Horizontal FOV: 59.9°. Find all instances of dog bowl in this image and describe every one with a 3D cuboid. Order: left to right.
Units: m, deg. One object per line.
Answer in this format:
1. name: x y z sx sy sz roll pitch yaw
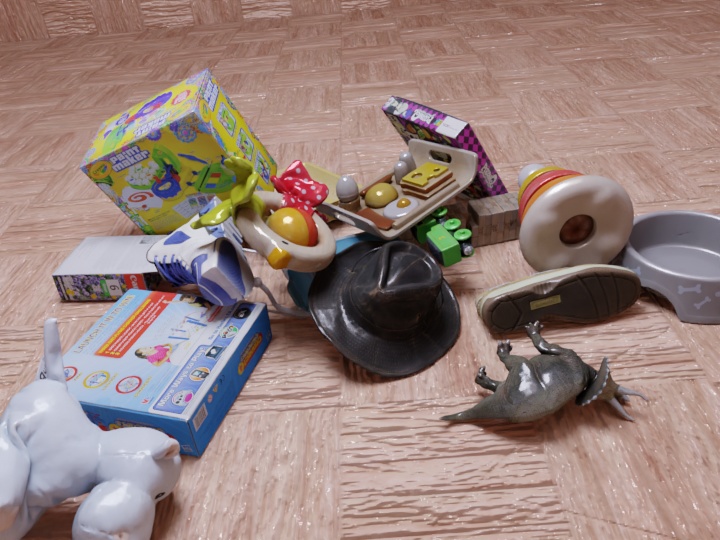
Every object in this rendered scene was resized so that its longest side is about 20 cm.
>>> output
1. dog bowl: 0.428 -0.014 0.811 0.200 0.059 0.200 -4 33 3

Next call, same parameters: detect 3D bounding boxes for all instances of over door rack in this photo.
1. over door rack: -0.146 -0.001 0.868 0.199 0.067 0.148 1 33 10

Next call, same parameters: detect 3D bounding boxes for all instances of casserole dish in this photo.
1. casserole dish: 0.000 0.000 0.817 0.200 0.039 0.121 -17 57 -31

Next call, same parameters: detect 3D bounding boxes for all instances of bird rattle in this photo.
1. bird rattle: -0.098 -0.056 0.761 0.163 0.113 0.200 51 22 24

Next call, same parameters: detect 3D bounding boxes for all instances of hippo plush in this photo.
1. hippo plush: -0.251 0.186 0.565 0.161 0.159 0.200 22 47 -13

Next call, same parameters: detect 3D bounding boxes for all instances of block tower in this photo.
1. block tower: 0.158 -0.069 0.939 0.199 0.054 0.058 -10 34 -7

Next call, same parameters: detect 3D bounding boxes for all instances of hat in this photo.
1. hat: 0.043 0.022 0.734 0.200 0.081 0.201 11 52 -15

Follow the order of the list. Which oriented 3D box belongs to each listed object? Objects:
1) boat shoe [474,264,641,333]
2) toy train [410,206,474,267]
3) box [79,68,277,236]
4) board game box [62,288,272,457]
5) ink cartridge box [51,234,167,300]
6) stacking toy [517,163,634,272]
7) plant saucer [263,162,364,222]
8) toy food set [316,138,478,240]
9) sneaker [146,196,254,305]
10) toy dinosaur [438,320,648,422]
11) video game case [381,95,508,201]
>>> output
1. boat shoe: 0.240 0.025 0.777 0.199 0.072 0.076 -7 17 -4
2. toy train: 0.093 -0.067 0.863 0.056 0.042 0.200 -24 36 -7
3. box: -0.262 -0.156 0.937 0.200 0.193 0.122 -19 42 18
4. board game box: -0.232 0.107 0.724 0.195 0.056 0.200 5 34 16
5. ink cartridge box: -0.329 -0.005 0.918 0.199 0.050 0.109 -1 33 6
6. stacking toy: 0.262 -0.097 0.851 0.146 0.146 0.200 -7 35 -3
7. plant saucer: -0.122 -0.111 1.043 0.200 0.049 0.200 -24 34 -27
8. toy food set: 0.047 -0.123 0.867 0.200 0.061 0.143 -35 36 -24
9. sneaker: -0.208 -0.007 0.798 0.115 0.081 0.200 -32 34 5
10. toy dinosaur: 0.178 0.114 0.636 0.200 0.077 0.102 -12 26 -14
11. video game case: 0.141 -0.180 0.994 0.036 0.200 0.181 -49 44 -5
